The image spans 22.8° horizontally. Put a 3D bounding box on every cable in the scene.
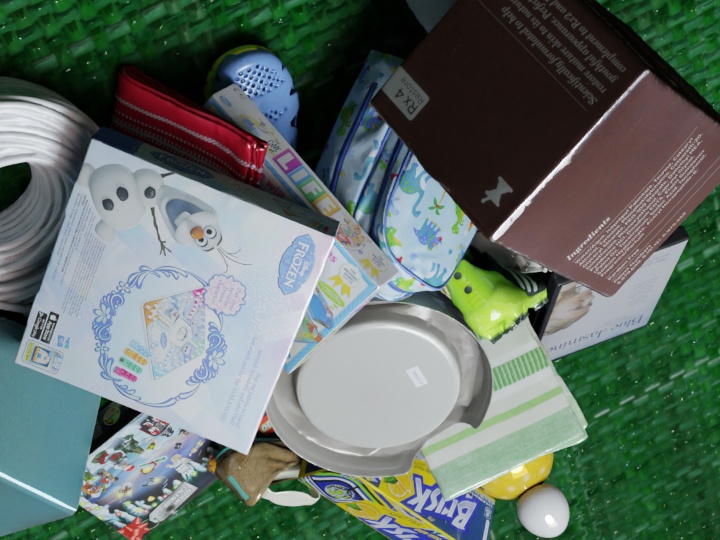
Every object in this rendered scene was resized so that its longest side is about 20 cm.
[{"bbox_3d":[-0.287,-0.059,1.397,0.200,0.069,0.200,7,122,-32],"label":"cable"}]

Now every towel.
[{"bbox_3d":[0.104,0.097,1.664,0.152,0.200,0.023,-23,160,-9],"label":"towel"},{"bbox_3d":[-0.153,-0.052,1.436,0.022,0.145,0.200,-35,148,-49],"label":"towel"}]

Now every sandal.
[{"bbox_3d":[-0.076,-0.091,1.469,0.079,0.087,0.200,-19,126,-13],"label":"sandal"}]

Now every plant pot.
[{"bbox_3d":[-0.336,0.110,1.440,0.141,0.141,0.200,-21,140,41],"label":"plant pot"}]

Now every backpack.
[{"bbox_3d":[0.036,-0.075,1.473,0.200,0.154,0.163,-51,141,-2],"label":"backpack"}]

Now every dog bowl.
[{"bbox_3d":[0.015,0.089,1.559,0.200,0.059,0.200,-2,127,-2],"label":"dog bowl"}]

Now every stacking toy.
[{"bbox_3d":[0.137,0.170,1.718,0.146,0.200,0.146,-26,156,-13],"label":"stacking toy"}]

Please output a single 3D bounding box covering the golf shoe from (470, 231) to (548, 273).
[{"bbox_3d":[0.156,-0.033,1.650,0.200,0.092,0.073,-27,136,-4],"label":"golf shoe"}]

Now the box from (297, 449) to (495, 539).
[{"bbox_3d":[0.037,0.209,1.695,0.200,0.070,0.064,36,142,-30],"label":"box"}]

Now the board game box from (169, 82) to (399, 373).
[{"bbox_3d":[-0.079,-0.032,1.432,0.134,0.200,0.034,-44,175,40],"label":"board game box"}]

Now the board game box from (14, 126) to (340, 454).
[{"bbox_3d":[-0.143,0.017,1.383,0.199,0.043,0.200,23,110,-1],"label":"board game box"}]

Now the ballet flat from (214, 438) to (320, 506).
[{"bbox_3d":[-0.051,0.187,1.696,0.200,0.072,0.068,-7,151,-50],"label":"ballet flat"}]

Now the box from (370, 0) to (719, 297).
[{"bbox_3d":[0.152,-0.108,1.332,0.164,0.166,0.200,-47,147,14],"label":"box"}]

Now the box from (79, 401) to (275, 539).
[{"bbox_3d":[-0.178,0.157,1.662,0.200,0.040,0.137,-39,137,6],"label":"box"}]

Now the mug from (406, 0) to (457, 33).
[{"bbox_3d":[0.108,-0.273,1.395,0.200,0.148,0.175,-51,144,-29],"label":"mug"}]

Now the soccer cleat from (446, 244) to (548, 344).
[{"bbox_3d":[0.117,0.014,1.565,0.068,0.081,0.200,-39,175,10],"label":"soccer cleat"}]

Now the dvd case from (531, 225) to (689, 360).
[{"bbox_3d":[0.236,0.030,1.748,0.143,0.018,0.200,-20,157,-13],"label":"dvd case"}]

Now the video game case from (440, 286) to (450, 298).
[{"bbox_3d":[0.000,0.000,1.597,0.200,0.018,0.143,-17,109,-11],"label":"video game case"}]
